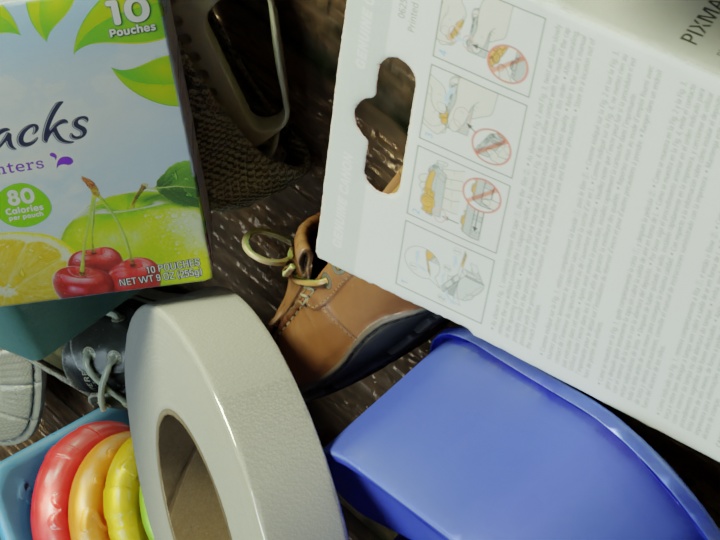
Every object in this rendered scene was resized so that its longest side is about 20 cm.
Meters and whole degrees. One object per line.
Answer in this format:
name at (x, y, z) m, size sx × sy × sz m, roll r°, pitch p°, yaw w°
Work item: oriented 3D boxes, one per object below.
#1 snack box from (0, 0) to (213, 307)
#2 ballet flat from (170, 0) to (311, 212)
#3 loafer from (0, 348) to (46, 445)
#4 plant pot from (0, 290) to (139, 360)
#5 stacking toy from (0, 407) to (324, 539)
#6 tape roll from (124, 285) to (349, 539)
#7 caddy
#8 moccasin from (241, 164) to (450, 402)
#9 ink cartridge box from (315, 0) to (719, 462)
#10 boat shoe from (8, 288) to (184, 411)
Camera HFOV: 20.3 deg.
snack box at (-0.169, -0.053, 0.822) m, size 0.053 × 0.200 × 0.142 m, roll -97°, pitch -1°, yaw -57°
ballet flat at (-0.075, -0.115, 0.852) m, size 0.075 × 0.068 × 0.200 m, roll -16°, pitch 120°, yaw 21°
loafer at (-0.214, 0.003, 1.127) m, size 0.072 × 0.063 × 0.200 m, roll -4°, pitch 121°, yaw 15°
plant pot at (-0.178, -0.069, 0.953) m, size 0.141 × 0.141 × 0.200 m, roll 18°, pitch 134°, yaw 42°
stacking toy at (-0.084, 0.119, 1.031) m, size 0.200 × 0.116 × 0.110 m, roll -17°, pitch 98°, yaw 40°
tape roll at (-0.054, 0.108, 0.877) m, size 0.203 × 0.037 × 0.203 m, roll 166°, pitch 90°, yaw -70°
caddy at (0.077, 0.102, 0.800) m, size 0.200 × 0.105 × 0.142 m, roll 31°, pitch 153°, yaw 52°
moccasin at (-0.001, 0.001, 0.844) m, size 0.078 × 0.074 × 0.201 m, roll 58°, pitch 146°, yaw 6°
ink cartridge box at (0.087, -0.030, 0.703) m, size 0.200 × 0.057 × 0.163 m, roll 30°, pitch 138°, yaw 20°
boat shoe at (-0.120, 0.046, 1.029) m, size 0.200 × 0.064 × 0.071 m, roll 19°, pitch 130°, yaw 41°
